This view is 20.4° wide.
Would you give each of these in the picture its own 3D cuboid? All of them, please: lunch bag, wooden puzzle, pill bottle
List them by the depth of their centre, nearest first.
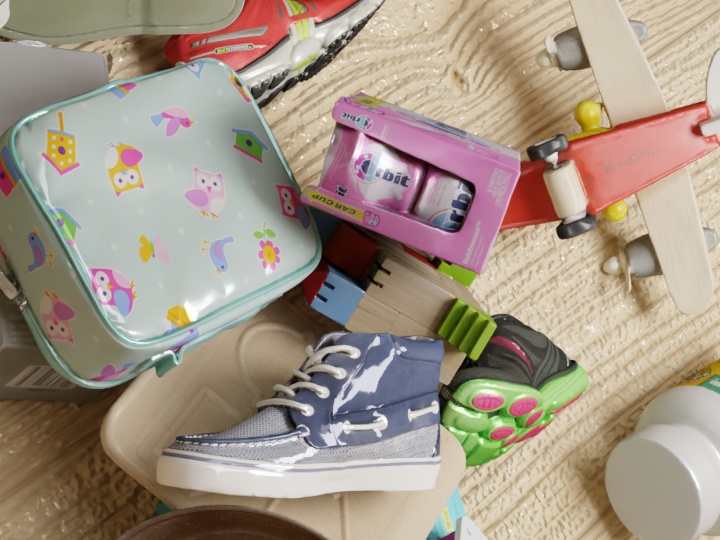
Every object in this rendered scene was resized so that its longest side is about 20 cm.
[{"bbox_3d":[-0.122,-0.025,1.136,0.200,0.077,0.161,-26,88,-47],"label":"lunch bag"},{"bbox_3d":[-0.046,0.112,1.195,0.200,0.046,0.185,43,43,-5],"label":"wooden puzzle"},{"bbox_3d":[0.268,0.124,1.445,0.199,0.113,0.113,-24,84,-41],"label":"pill bottle"}]

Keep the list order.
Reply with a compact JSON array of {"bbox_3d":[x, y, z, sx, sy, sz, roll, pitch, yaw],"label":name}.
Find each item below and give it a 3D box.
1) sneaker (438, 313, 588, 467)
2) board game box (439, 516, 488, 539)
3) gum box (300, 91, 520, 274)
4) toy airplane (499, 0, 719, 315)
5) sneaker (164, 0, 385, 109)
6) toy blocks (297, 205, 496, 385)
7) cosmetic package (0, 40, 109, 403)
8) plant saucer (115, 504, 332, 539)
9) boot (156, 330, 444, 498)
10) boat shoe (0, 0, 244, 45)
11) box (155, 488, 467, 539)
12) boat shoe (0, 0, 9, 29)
[{"bbox_3d":[0.087,0.076,1.342,0.084,0.077,0.200,49,17,12],"label":"sneaker"},{"bbox_3d":[0.106,0.276,1.202,0.200,0.026,0.200,50,22,-19],"label":"board game box"},{"bbox_3d":[0.034,-0.057,1.216,0.113,0.200,0.067,21,97,2],"label":"gum box"},{"bbox_3d":[0.204,-0.092,1.486,0.198,0.141,0.201,23,88,-12],"label":"toy airplane"},{"bbox_3d":[-0.055,-0.175,1.375,0.085,0.077,0.200,51,47,2],"label":"sneaker"},{"bbox_3d":[0.000,0.000,1.273,0.136,0.100,0.200,30,8,-13],"label":"toy blocks"},{"bbox_3d":[-0.198,-0.031,1.186,0.106,0.090,0.201,5,62,-37],"label":"cosmetic package"},{"bbox_3d":[-0.068,0.220,1.112,0.201,0.200,0.037,50,14,-6],"label":"plant saucer"},{"bbox_3d":[-0.032,0.078,1.123,0.199,0.072,0.091,3,90,-47],"label":"boot"},{"bbox_3d":[-0.177,-0.190,1.290,0.198,0.066,0.075,-4,111,-12],"label":"boat shoe"},{"bbox_3d":[-0.024,0.162,1.244,0.199,0.049,0.083,-6,72,-39],"label":"box"},{"bbox_3d":[-0.290,-0.202,1.205,0.075,0.069,0.200,-31,65,-35],"label":"boat shoe"}]
